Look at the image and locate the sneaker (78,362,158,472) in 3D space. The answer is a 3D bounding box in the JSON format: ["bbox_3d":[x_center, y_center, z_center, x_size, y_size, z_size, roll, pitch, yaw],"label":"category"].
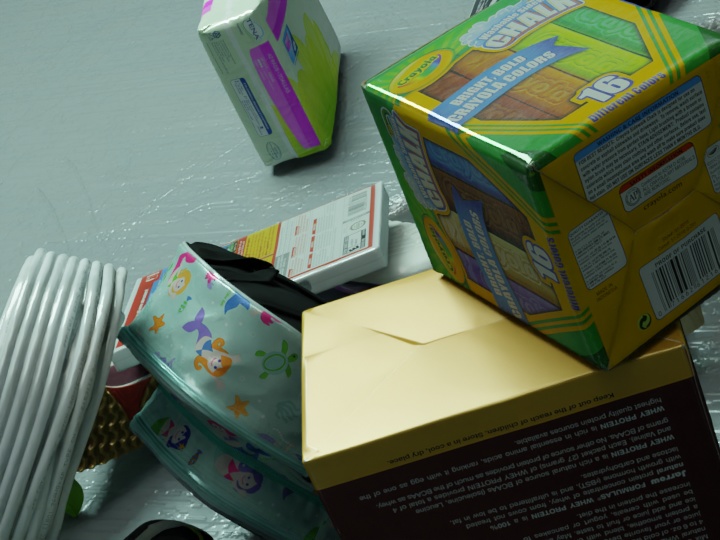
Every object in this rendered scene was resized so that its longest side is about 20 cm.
[{"bbox_3d":[-0.190,0.089,1.270,0.200,0.075,0.090,-9,18,-34],"label":"sneaker"}]

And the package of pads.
[{"bbox_3d":[-0.074,-0.200,1.572,0.068,0.155,0.200,-18,33,15],"label":"package of pads"}]

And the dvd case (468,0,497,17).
[{"bbox_3d":[0.137,-0.270,1.568,0.150,0.025,0.200,-57,8,41],"label":"dvd case"}]

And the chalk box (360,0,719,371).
[{"bbox_3d":[0.092,-0.061,0.910,0.124,0.124,0.200,-34,33,-17],"label":"chalk box"}]

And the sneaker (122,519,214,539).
[{"bbox_3d":[-0.114,0.195,1.050,0.083,0.072,0.200,15,4,18],"label":"sneaker"}]

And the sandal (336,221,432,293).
[{"bbox_3d":[0.007,-0.003,1.324,0.082,0.050,0.203,-21,17,-23],"label":"sandal"}]

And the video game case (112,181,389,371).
[{"bbox_3d":[-0.074,0.002,1.267,0.200,0.017,0.143,-21,19,9],"label":"video game case"}]

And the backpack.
[{"bbox_3d":[-0.056,0.077,1.118,0.151,0.200,0.177,-50,37,-2],"label":"backpack"}]

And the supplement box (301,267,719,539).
[{"bbox_3d":[0.093,0.106,0.971,0.197,0.200,0.133,-18,32,9],"label":"supplement box"}]

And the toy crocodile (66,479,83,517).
[{"bbox_3d":[-0.260,0.204,1.203,0.067,0.062,0.200,4,46,36],"label":"toy crocodile"}]

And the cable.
[{"bbox_3d":[-0.191,0.085,1.048,0.069,0.200,0.200,17,26,-7],"label":"cable"}]

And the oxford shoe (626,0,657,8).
[{"bbox_3d":[0.243,-0.258,1.548,0.200,0.071,0.073,-28,69,-21],"label":"oxford shoe"}]

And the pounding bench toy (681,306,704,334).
[{"bbox_3d":[0.231,-0.053,1.184,0.200,0.124,0.156,-32,33,-11],"label":"pounding bench toy"}]
